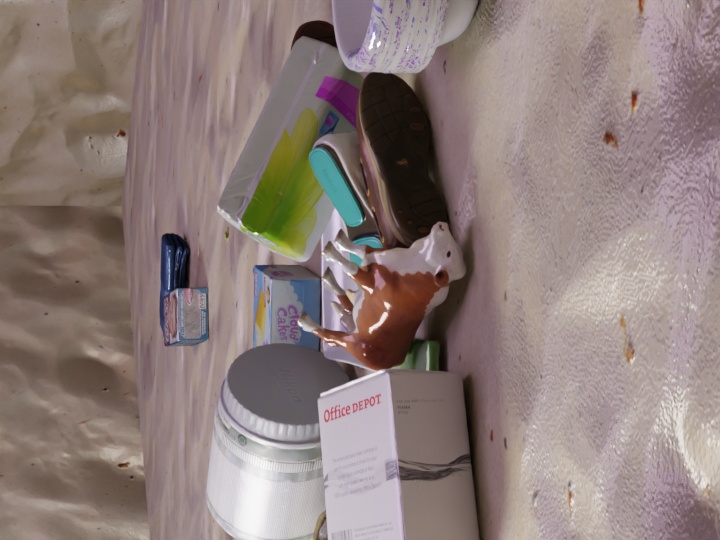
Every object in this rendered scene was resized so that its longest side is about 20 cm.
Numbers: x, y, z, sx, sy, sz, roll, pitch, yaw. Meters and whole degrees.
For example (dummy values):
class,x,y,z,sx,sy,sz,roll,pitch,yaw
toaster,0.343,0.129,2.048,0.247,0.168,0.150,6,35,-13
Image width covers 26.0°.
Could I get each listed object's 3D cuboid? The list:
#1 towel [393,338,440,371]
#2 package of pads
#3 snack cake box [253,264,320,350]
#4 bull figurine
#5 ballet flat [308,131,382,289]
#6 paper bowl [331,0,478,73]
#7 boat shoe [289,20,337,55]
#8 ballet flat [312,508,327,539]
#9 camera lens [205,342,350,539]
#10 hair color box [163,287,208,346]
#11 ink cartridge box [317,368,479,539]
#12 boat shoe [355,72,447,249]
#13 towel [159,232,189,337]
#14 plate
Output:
class,x,y,z,sx,sy,sz,roll,pitch,yaw
towel,0.053,0.166,1.503,0.149,0.030,0.202,180,92,-74
package of pads,-0.058,-0.118,1.587,0.201,0.068,0.154,-64,-19,-4
snack cake box,-0.096,0.099,2.001,0.115,0.067,0.202,-148,58,-74
bull figurine,0.019,0.020,1.422,0.065,0.121,0.201,-57,-7,-41
ballet flat,0.015,-0.046,1.532,0.201,0.069,0.069,67,169,-12
paper bowl,0.042,-0.274,1.363,0.201,0.103,0.203,179,90,-76
boat shoe,-0.042,-0.188,1.769,0.075,0.074,0.204,101,163,-57
ballet flat,-0.033,0.333,1.686,0.071,0.070,0.201,106,178,-48
camera lens,-0.093,0.207,1.800,0.160,0.158,0.201,-109,23,-52
hair color box,-0.331,0.089,2.950,0.200,0.060,0.101,158,111,-74
ink cartridge box,0.033,0.198,1.388,0.146,0.082,0.202,-27,65,59
boat shoe,0.027,-0.097,1.476,0.068,0.071,0.202,127,139,-50
towel,-0.379,0.031,3.163,0.112,0.048,0.202,-128,39,-67
plate,0.000,0.000,1.663,0.200,0.032,0.202,-177,85,-71
